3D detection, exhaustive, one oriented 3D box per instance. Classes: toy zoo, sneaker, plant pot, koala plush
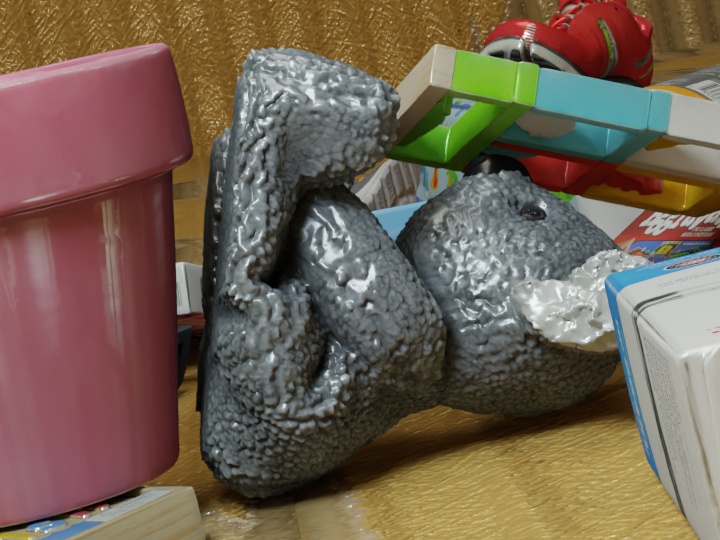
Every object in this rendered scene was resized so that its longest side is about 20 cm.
[{"bbox_3d":[0.113,-0.058,1.123,0.199,0.021,0.131,11,-13,-11],"label":"toy zoo"},{"bbox_3d":[-0.028,-0.029,1.728,0.112,0.078,0.200,-7,9,29],"label":"sneaker"},{"bbox_3d":[-0.157,0.009,1.054,0.199,0.180,0.200,-13,7,1],"label":"plant pot"},{"bbox_3d":[0.032,0.015,1.093,0.199,0.185,0.177,5,-12,-8],"label":"koala plush"},{"bbox_3d":[0.131,-0.146,1.552,0.077,0.085,0.200,10,2,25],"label":"sneaker"}]

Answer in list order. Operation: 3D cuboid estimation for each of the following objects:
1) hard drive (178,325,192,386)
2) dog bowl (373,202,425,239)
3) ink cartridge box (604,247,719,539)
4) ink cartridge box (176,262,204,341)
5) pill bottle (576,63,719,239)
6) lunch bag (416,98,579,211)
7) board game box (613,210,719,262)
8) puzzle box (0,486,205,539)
[{"bbox_3d":[-0.196,0.074,1.363,0.134,0.043,0.200,-7,8,36],"label":"hard drive"},{"bbox_3d":[0.000,0.000,1.431,0.200,0.050,0.111,-12,-10,-42],"label":"dog bowl"},{"bbox_3d":[0.174,0.036,0.862,0.145,0.085,0.200,-13,8,1],"label":"ink cartridge box"},{"bbox_3d":[-0.112,0.024,1.541,0.094,0.037,0.200,-10,-5,18],"label":"ink cartridge box"},{"bbox_3d":[0.226,-0.065,1.431,0.116,0.117,0.200,-5,10,45],"label":"pill bottle"},{"bbox_3d":[0.133,-0.061,1.575,0.160,0.083,0.200,9,1,-17],"label":"lunch bag"},{"bbox_3d":[0.161,-0.005,1.237,0.103,0.019,0.200,-42,9,-10],"label":"board game box"},{"bbox_3d":[-0.177,0.128,0.989,0.133,0.026,0.200,-6,10,44],"label":"puzzle box"}]
